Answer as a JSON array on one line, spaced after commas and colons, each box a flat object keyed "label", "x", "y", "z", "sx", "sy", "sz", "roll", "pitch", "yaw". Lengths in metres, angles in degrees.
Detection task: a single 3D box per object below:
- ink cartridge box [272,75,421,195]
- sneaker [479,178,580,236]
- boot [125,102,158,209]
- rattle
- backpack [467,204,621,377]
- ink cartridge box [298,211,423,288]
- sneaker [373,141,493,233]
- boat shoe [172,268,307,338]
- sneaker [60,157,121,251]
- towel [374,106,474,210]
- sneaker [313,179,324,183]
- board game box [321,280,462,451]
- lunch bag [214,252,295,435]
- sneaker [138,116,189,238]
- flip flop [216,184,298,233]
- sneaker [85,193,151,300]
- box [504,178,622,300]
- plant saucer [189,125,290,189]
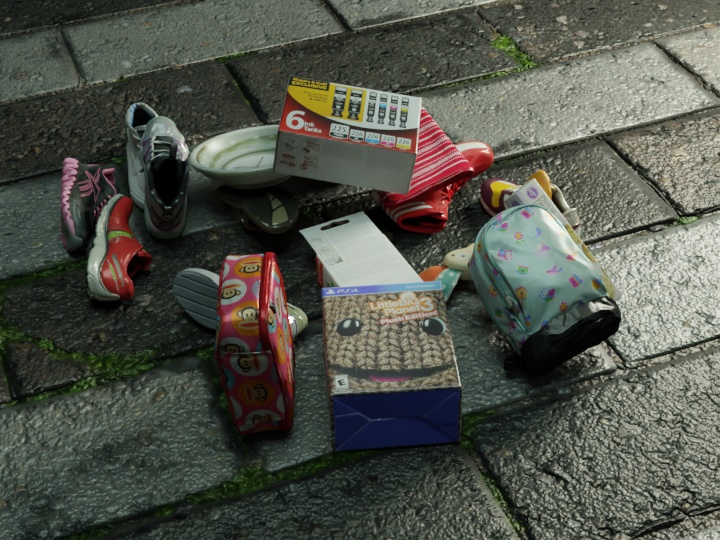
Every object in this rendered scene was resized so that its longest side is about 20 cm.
[{"label": "ink cartridge box", "x": -0.016, "y": -0.212, "z": 1.844, "sx": 0.199, "sy": 0.084, "sz": 0.176, "roll": 9, "pitch": 45, "yaw": -3}, {"label": "sneaker", "x": 0.250, "y": -0.102, "z": 1.851, "sx": 0.075, "sy": 0.090, "sz": 0.200, "roll": -25, "pitch": 44, "yaw": -27}, {"label": "boot", "x": -0.334, "y": -0.180, "z": 1.964, "sx": 0.073, "sy": 0.096, "sz": 0.200, "roll": -13, "pitch": 40, "yaw": -14}, {"label": "rattle", "x": 0.168, "y": -0.043, "z": 1.740, "sx": 0.199, "sy": 0.143, "sz": 0.131, "roll": -5, "pitch": 41, "yaw": -8}, {"label": "backpack", "x": 0.229, "y": 0.017, "z": 1.630, "sx": 0.166, "sy": 0.127, "sz": 0.200, "roll": -23, "pitch": 66, "yaw": -22}, {"label": "ink cartridge box", "x": 0.000, "y": 0.000, "z": 1.765, "sx": 0.108, "sy": 0.051, "sz": 0.200, "roll": -17, "pitch": 40, "yaw": -18}, {"label": "sneaker", "x": 0.130, "y": -0.113, "z": 1.898, "sx": 0.199, "sy": 0.079, "sz": 0.116, "roll": -26, "pitch": 51, "yaw": -10}, {"label": "boat shoe", "x": -0.163, "y": 0.051, "z": 1.704, "sx": 0.199, "sy": 0.072, "sz": 0.062, "roll": 25, "pitch": 20, "yaw": 24}, {"label": "sneaker", "x": -0.402, "y": -0.102, "z": 1.896, "sx": 0.095, "sy": 0.079, "sz": 0.201, "roll": 3, "pitch": 38, "yaw": -12}, {"label": "towel", "x": 0.067, "y": -0.176, "z": 1.901, "sx": 0.144, "sy": 0.023, "sz": 0.200, "roll": -23, "pitch": 45, "yaw": -10}, {"label": "sneaker", "x": -0.006, "y": -0.189, "z": 1.996, "sx": 0.199, "sy": 0.076, "sz": 0.091, "roll": -25, "pitch": 49, "yaw": -13}, {"label": "board game box", "x": 0.035, "y": 0.116, "z": 1.578, "sx": 0.158, "sy": 0.097, "sz": 0.201, "roll": -4, "pitch": 39, "yaw": -3}, {"label": "lunch bag", "x": -0.127, "y": 0.082, "z": 1.546, "sx": 0.081, "sy": 0.201, "sz": 0.177, "roll": -5, "pitch": 39, "yaw": 2}, {"label": "sneaker", "x": -0.281, "y": -0.161, "z": 1.849, "sx": 0.077, "sy": 0.140, "sz": 0.201, "roll": -4, "pitch": 67, "yaw": -14}, {"label": "flip flop", "x": -0.153, "y": -0.089, "z": 1.882, "sx": 0.081, "sy": 0.058, "sz": 0.200, "roll": -19, "pitch": 26, "yaw": -28}, {"label": "sneaker", "x": -0.339, "y": -0.027, "z": 1.805, "sx": 0.084, "sy": 0.077, "sz": 0.201, "roll": 8, "pitch": 45, "yaw": -6}, {"label": "box", "x": 0.273, "y": -0.030, "z": 1.702, "sx": 0.041, "sy": 0.039, "sz": 0.200, "roll": -38, "pitch": 92, "yaw": -23}, {"label": "plant saucer", "x": -0.157, "y": -0.165, "z": 1.918, "sx": 0.199, "sy": 0.050, "sz": 0.200, "roll": -6, "pitch": 26, "yaw": 3}]
